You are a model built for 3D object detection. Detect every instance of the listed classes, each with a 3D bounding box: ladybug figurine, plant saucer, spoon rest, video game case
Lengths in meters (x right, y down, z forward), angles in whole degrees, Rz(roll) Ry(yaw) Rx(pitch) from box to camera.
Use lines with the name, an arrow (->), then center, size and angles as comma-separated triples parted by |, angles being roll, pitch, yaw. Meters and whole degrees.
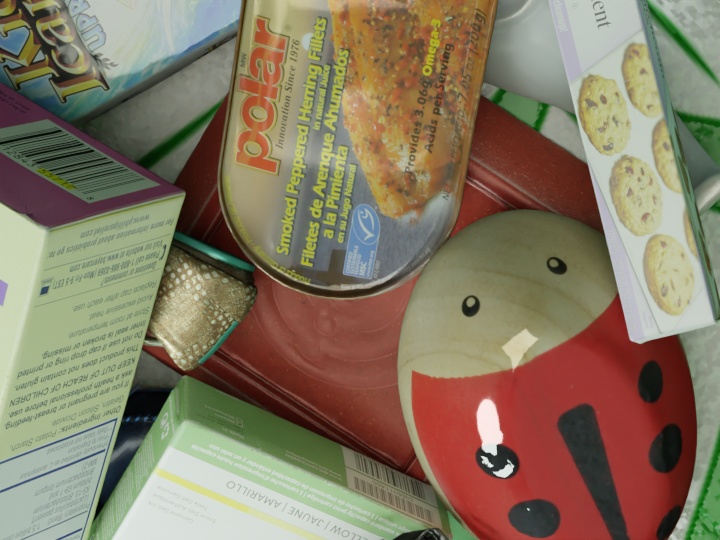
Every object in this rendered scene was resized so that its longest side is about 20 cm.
ladybug figurine -> 0.093, 0.068, 1.046 | 0.135, 0.072, 0.201 | -29, 118, -3
plant saucer -> 0.000, 0.000, 1.089 | 0.199, 0.037, 0.200 | 33, 106, 1
spoon rest -> 0.094, -0.101, 1.047 | 0.099, 0.061, 0.200 | -41, 81, 14
video game case -> -0.126, -0.185, 1.054 | 0.180, 0.045, 0.201 | -28, 93, 15

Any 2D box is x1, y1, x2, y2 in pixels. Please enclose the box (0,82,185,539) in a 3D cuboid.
box -> -0.193, 0.022, 1.019 | 0.175, 0.096, 0.201 | 29, 115, 25

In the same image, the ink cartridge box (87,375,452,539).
ink cartridge box -> -0.068, 0.161, 1.091 | 0.145, 0.048, 0.201 | 25, 113, -18

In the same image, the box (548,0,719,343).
box -> 0.114, -0.070, 0.991 | 0.041, 0.039, 0.202 | -13, 89, 14

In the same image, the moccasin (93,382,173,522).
moccasin -> -0.158, 0.114, 1.123 | 0.199, 0.068, 0.081 | -19, 100, 12

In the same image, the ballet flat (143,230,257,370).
ballet flat -> -0.142, -0.011, 1.069 | 0.199, 0.070, 0.066 | 26, 90, 24

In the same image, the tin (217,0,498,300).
tin -> -0.002, -0.086, 1.020 | 0.111, 0.042, 0.201 | 9, 111, -4

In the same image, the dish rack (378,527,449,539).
dish rack -> 0.038, 0.224, 1.026 | 0.153, 0.055, 0.200 | -39, 83, -21
